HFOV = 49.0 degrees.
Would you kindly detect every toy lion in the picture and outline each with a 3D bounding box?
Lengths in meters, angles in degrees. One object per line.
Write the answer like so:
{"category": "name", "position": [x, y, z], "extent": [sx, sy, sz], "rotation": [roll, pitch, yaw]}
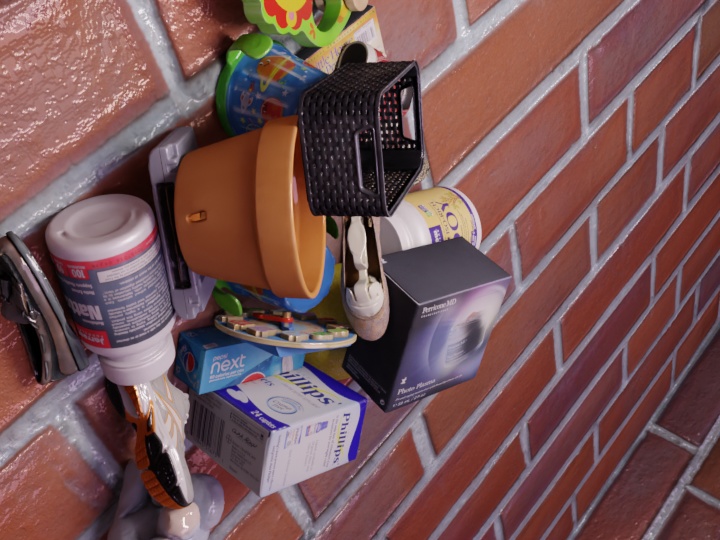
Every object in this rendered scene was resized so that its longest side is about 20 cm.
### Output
{"category": "toy lion", "position": [-0.076, -0.350, 0.942], "extent": [0.194, 0.068, 0.201], "rotation": [-64, 147, -28]}

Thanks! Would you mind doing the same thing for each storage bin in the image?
{"category": "storage bin", "position": [0.007, -0.155, 0.907], "extent": [0.200, 0.092, 0.138], "rotation": [-58, 146, -60]}

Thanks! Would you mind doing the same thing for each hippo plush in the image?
{"category": "hippo plush", "position": [-0.254, 0.363, 1.099], "extent": [0.160, 0.158, 0.203], "rotation": [24, 91, -52]}

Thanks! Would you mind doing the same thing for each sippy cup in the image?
{"category": "sippy cup", "position": [-0.090, -0.208, 0.992], "extent": [0.176, 0.129, 0.142], "rotation": [2, 110, -51]}
{"category": "sippy cup", "position": [-0.109, -0.011, 1.072], "extent": [0.139, 0.129, 0.180], "rotation": [31, 86, -53]}

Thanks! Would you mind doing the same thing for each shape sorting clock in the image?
{"category": "shape sorting clock", "position": [-0.102, 0.076, 1.087], "extent": [0.198, 0.198, 0.040], "rotation": [-7, 105, -48]}

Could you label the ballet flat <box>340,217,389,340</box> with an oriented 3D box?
{"category": "ballet flat", "position": [0.000, 0.000, 1.054], "extent": [0.067, 0.067, 0.204], "rotation": [-56, 139, -80]}

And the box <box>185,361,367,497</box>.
{"category": "box", "position": [-0.123, 0.215, 1.154], "extent": [0.198, 0.182, 0.107], "rotation": [-7, 115, -48]}

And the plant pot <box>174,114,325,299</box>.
{"category": "plant pot", "position": [-0.122, -0.069, 0.891], "extent": [0.200, 0.137, 0.205], "rotation": [-1, 90, -83]}

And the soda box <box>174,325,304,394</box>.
{"category": "soda box", "position": [-0.167, 0.116, 1.142], "extent": [0.198, 0.064, 0.069], "rotation": [-8, 116, -48]}

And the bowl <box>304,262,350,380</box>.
{"category": "bowl", "position": [-0.011, 0.100, 1.286], "extent": [0.199, 0.107, 0.203], "rotation": [-29, 131, -39]}

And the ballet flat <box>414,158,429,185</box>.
{"category": "ballet flat", "position": [0.049, -0.159, 1.236], "extent": [0.198, 0.068, 0.076], "rotation": [-28, 156, -36]}

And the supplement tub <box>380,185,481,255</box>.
{"category": "supplement tub", "position": [0.088, -0.053, 1.286], "extent": [0.198, 0.144, 0.148], "rotation": [-18, 124, -44]}

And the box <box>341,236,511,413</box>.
{"category": "box", "position": [0.097, 0.077, 1.180], "extent": [0.198, 0.123, 0.201], "rotation": [-14, 131, -38]}

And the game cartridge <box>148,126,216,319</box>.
{"category": "game cartridge", "position": [-0.208, -0.061, 0.940], "extent": [0.041, 0.134, 0.204], "rotation": [-6, 111, -3]}

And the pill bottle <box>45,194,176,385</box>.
{"category": "pill bottle", "position": [-0.277, 0.028, 0.911], "extent": [0.119, 0.119, 0.203], "rotation": [-33, 133, -34]}

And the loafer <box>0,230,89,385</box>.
{"category": "loafer", "position": [-0.360, 0.051, 0.868], "extent": [0.062, 0.072, 0.202], "rotation": [-33, 136, -24]}

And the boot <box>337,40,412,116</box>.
{"category": "boot", "position": [0.010, -0.202, 1.120], "extent": [0.143, 0.072, 0.203], "rotation": [13, 99, -53]}

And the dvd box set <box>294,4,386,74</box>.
{"category": "dvd box set", "position": [-0.014, -0.256, 1.139], "extent": [0.146, 0.029, 0.202], "rotation": [-44, 140, -24]}

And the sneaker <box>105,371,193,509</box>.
{"category": "sneaker", "position": [-0.247, 0.202, 1.020], "extent": [0.091, 0.075, 0.203], "rotation": [-16, 83, -53]}
